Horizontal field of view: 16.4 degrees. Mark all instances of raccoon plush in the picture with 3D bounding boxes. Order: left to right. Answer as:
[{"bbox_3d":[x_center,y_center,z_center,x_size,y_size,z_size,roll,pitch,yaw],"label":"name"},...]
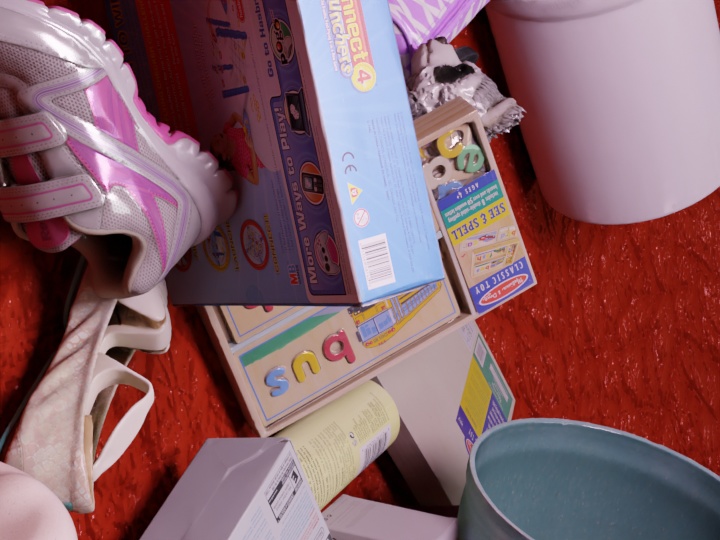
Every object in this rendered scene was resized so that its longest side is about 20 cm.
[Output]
[{"bbox_3d":[0.018,-0.046,1.529,0.097,0.133,0.201,-127,-132,-64],"label":"raccoon plush"}]

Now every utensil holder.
[{"bbox_3d":[0.185,-0.159,1.835,0.170,0.169,0.201,-60,142,-46],"label":"utensil holder"}]

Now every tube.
[{"bbox_3d":[-0.046,0.127,1.498,0.058,0.052,0.200,46,39,4],"label":"tube"}]

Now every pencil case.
[{"bbox_3d":[0.038,-0.178,1.635,0.200,0.085,0.084,-55,137,-51],"label":"pencil case"}]

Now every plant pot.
[{"bbox_3d":[0.143,0.200,1.542,0.200,0.200,0.135,-28,139,-60],"label":"plant pot"}]

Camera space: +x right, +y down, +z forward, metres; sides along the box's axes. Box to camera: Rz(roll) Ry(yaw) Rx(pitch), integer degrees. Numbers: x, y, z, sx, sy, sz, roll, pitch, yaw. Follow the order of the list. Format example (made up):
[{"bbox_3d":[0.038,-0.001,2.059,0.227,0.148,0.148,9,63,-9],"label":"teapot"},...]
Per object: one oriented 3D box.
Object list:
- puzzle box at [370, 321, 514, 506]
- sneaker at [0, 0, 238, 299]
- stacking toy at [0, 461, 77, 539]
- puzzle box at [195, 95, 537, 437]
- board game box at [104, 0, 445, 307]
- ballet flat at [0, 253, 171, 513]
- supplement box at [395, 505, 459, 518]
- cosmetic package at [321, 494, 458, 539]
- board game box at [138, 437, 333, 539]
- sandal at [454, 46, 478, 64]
[{"bbox_3d":[0.049,0.080,1.680,0.200,0.025,0.133,61,34,-41],"label":"puzzle box"},{"bbox_3d":[-0.148,-0.059,1.249,0.200,0.081,0.088,44,58,-29],"label":"sneaker"},{"bbox_3d":[-0.205,0.193,1.126,0.146,0.146,0.201,-35,136,-58],"label":"stacking toy"},{"bbox_3d":[0.000,0.000,1.477,0.200,0.025,0.133,-30,124,-12],"label":"puzzle box"},{"bbox_3d":[-0.051,-0.083,1.314,0.056,0.196,0.201,-16,99,-32],"label":"board game box"},{"bbox_3d":[-0.131,0.046,1.310,0.068,0.062,0.201,82,22,-54],"label":"ballet flat"},{"bbox_3d":[0.071,0.265,1.665,0.110,0.085,0.200,-61,139,-44],"label":"supplement box"},{"bbox_3d":[0.016,0.244,1.531,0.051,0.082,0.201,-37,130,-57],"label":"cosmetic package"},{"bbox_3d":[-0.059,0.216,1.390,0.148,0.064,0.201,-56,134,-46],"label":"board game box"},{"bbox_3d":[0.036,-0.075,1.634,0.201,0.048,0.075,-52,172,-43],"label":"sandal"}]
